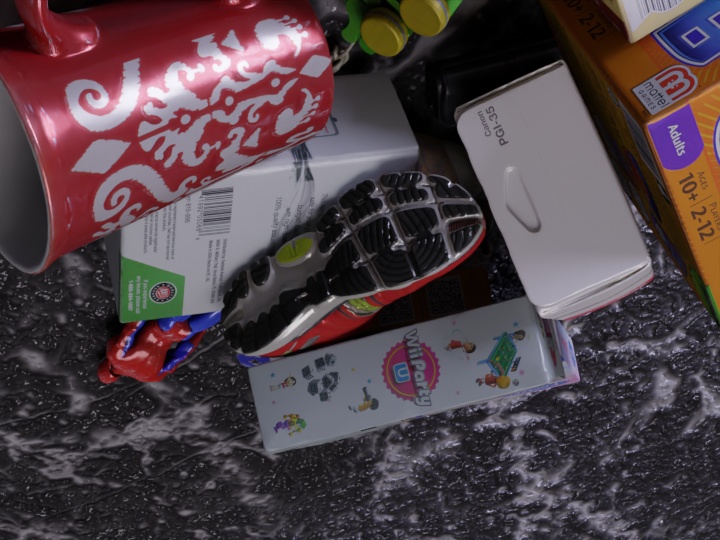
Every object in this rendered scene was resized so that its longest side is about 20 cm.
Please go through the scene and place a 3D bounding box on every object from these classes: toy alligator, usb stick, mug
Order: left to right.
[{"bbox_3d":[-0.115,-0.104,0.775,0.198,0.134,0.178,-24,168,-32],"label":"mug"},{"bbox_3d":[0.015,-0.170,0.860,0.054,0.060,0.199,47,149,-18],"label":"toy alligator"},{"bbox_3d":[0.143,-0.148,0.997,0.197,0.033,0.056,-15,135,-7],"label":"usb stick"}]

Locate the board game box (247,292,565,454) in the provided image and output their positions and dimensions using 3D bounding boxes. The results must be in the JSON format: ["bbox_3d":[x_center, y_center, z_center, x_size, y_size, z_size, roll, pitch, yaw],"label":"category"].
[{"bbox_3d":[0.038,0.073,0.975,0.197,0.065,0.147,-15,174,11],"label":"board game box"}]

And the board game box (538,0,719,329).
[{"bbox_3d":[0.259,-0.124,0.902,0.198,0.201,0.201,-29,130,5],"label":"board game box"}]

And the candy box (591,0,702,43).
[{"bbox_3d":[0.214,-0.234,0.834,0.198,0.116,0.056,-30,137,0],"label":"candy box"}]

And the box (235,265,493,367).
[{"bbox_3d":[0.000,0.041,1.084,0.197,0.042,0.119,-7,168,-3],"label":"box"}]

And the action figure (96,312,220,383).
[{"bbox_3d":[-0.136,0.035,1.076,0.199,0.052,0.065,-36,135,25],"label":"action figure"}]

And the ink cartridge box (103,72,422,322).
[{"bbox_3d":[-0.071,-0.049,0.940,0.197,0.084,0.148,-6,141,-17],"label":"ink cartridge box"}]

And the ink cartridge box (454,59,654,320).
[{"bbox_3d":[0.139,-0.047,0.957,0.082,0.148,0.200,-24,173,10],"label":"ink cartridge box"}]

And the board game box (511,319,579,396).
[{"bbox_3d":[0.075,0.084,1.145,0.197,0.042,0.199,-13,167,12],"label":"board game box"}]

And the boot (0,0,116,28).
[{"bbox_3d":[-0.190,-0.157,0.812,0.145,0.071,0.200,-10,154,-31],"label":"boot"}]

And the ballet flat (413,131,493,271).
[{"bbox_3d":[0.067,-0.057,1.051,0.067,0.069,0.201,-24,152,-1],"label":"ballet flat"}]

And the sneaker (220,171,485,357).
[{"bbox_3d":[0.000,0.000,0.916,0.198,0.078,0.085,-26,156,24],"label":"sneaker"}]
